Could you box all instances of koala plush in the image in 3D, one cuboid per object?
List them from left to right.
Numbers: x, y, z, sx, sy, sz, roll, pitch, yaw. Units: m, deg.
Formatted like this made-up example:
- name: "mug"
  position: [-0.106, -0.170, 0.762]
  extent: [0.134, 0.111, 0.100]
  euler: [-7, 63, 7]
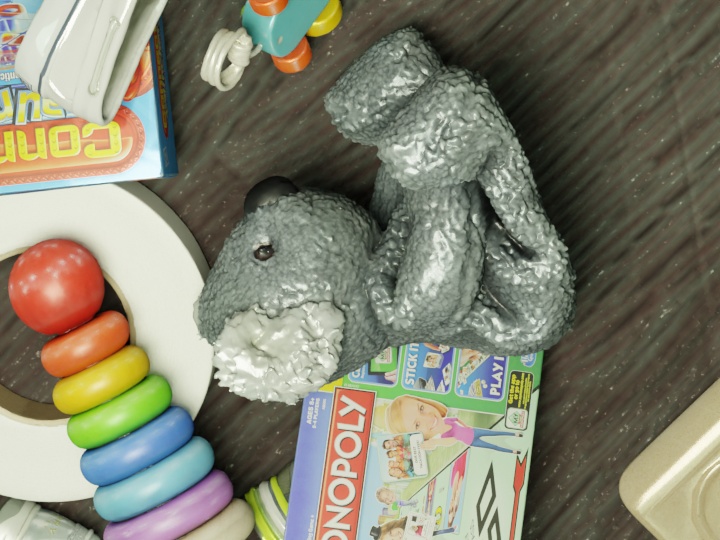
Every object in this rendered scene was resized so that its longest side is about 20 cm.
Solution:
- name: "koala plush"
  position: [0.000, 0.000, 1.617]
  extent: [0.199, 0.177, 0.185]
  euler: [-30, 108, -5]

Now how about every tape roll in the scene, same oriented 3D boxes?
- name: "tape roll"
  position: [-0.181, 0.034, 1.716]
  extent: [0.201, 0.037, 0.204]
  euler: [1, 104, 4]

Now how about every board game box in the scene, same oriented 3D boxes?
- name: "board game box"
  position: [-0.211, -0.139, 1.647]
  extent: [0.198, 0.056, 0.197]
  euler: [-6, 91, 4]
- name: "board game box"
  position: [0.027, 0.126, 1.682]
  extent: [0.134, 0.029, 0.201]
  euler: [8, 74, 0]

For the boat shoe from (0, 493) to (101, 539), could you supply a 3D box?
- name: "boat shoe"
  position: [-0.217, 0.233, 1.750]
  extent: [0.064, 0.074, 0.203]
  euler: [23, 97, 2]

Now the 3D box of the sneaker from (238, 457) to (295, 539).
- name: "sneaker"
  position: [0.024, 0.178, 1.723]
  extent: [0.200, 0.074, 0.081]
  euler: [43, 99, -9]

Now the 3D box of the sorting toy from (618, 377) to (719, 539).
- name: "sorting toy"
  position: [0.279, 0.131, 1.717]
  extent: [0.200, 0.036, 0.185]
  euler: [45, 102, -3]

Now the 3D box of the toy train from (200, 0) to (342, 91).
- name: "toy train"
  position: [-0.045, -0.202, 1.606]
  extent: [0.055, 0.150, 0.201]
  euler: [28, 111, 26]

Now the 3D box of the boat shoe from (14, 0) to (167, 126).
- name: "boat shoe"
  position: [-0.108, -0.171, 1.575]
  extent: [0.065, 0.074, 0.201]
  euler: [33, 105, 11]

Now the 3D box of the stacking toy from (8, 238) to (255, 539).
- name: "stacking toy"
  position: [-0.138, 0.076, 1.667]
  extent: [0.085, 0.085, 0.201]
  euler: [-26, 97, 9]
